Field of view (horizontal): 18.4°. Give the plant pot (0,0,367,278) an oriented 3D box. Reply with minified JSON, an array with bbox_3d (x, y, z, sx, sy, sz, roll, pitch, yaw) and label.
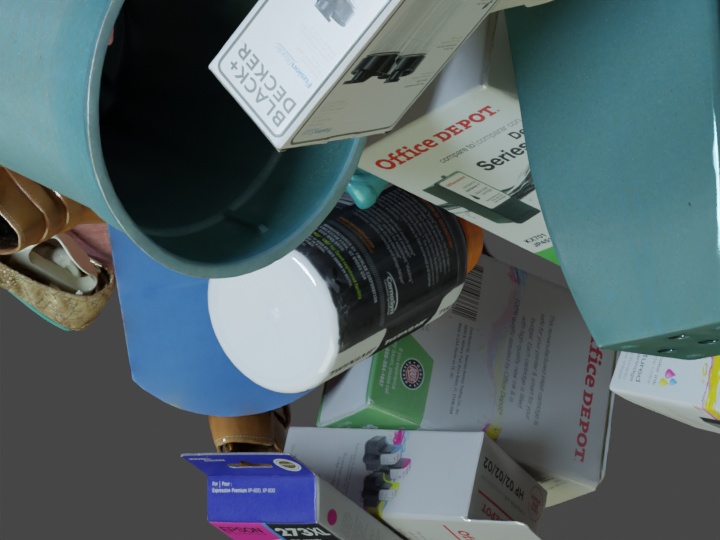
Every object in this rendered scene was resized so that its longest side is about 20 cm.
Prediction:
[{"bbox_3d":[-0.128,-0.115,1.227,0.196,0.201,0.200,18,167,44],"label":"plant pot"}]

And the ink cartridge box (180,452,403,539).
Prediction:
[{"bbox_3d":[-0.034,0.180,1.527,0.094,0.037,0.200,-4,147,35],"label":"ink cartridge box"}]

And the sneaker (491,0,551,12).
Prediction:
[{"bbox_3d":[0.043,-0.178,1.206,0.200,0.077,0.080,-19,131,40],"label":"sneaker"}]

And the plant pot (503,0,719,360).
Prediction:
[{"bbox_3d":[0.179,-0.059,1.196,0.141,0.201,0.141,-15,163,42],"label":"plant pot"}]

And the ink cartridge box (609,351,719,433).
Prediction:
[{"bbox_3d":[0.259,0.031,1.391,0.085,0.148,0.200,23,173,-24],"label":"ink cartridge box"}]

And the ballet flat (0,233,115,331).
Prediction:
[{"bbox_3d":[-0.264,-0.020,1.672,0.065,0.071,0.200,-38,136,23],"label":"ballet flat"}]

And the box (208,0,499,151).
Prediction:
[{"bbox_3d":[0.027,-0.152,1.094,0.200,0.060,0.117,-50,163,28],"label":"box"}]

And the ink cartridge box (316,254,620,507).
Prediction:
[{"bbox_3d":[0.083,0.072,1.616,0.199,0.146,0.087,20,155,-22],"label":"ink cartridge box"}]

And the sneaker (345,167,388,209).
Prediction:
[{"bbox_3d":[-0.069,-0.083,1.416,0.199,0.080,0.078,8,156,24],"label":"sneaker"}]

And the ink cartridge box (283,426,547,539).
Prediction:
[{"bbox_3d":[0.053,0.163,1.565,0.199,0.068,0.115,0,154,30],"label":"ink cartridge box"}]

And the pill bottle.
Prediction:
[{"bbox_3d":[0.000,0.000,1.452,0.106,0.107,0.200,-12,-171,39],"label":"pill bottle"}]

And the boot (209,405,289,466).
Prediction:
[{"bbox_3d":[-0.110,0.052,1.598,0.076,0.156,0.200,-12,155,23],"label":"boot"}]

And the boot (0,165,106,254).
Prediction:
[{"bbox_3d":[-0.170,-0.049,1.351,0.199,0.155,0.077,22,113,10],"label":"boot"}]

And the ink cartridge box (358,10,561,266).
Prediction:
[{"bbox_3d":[0.112,-0.084,1.347,0.200,0.083,0.146,25,151,-27],"label":"ink cartridge box"}]

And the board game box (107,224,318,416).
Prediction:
[{"bbox_3d":[-0.091,0.000,1.529,0.157,0.201,0.039,-11,-164,-10],"label":"board game box"}]
